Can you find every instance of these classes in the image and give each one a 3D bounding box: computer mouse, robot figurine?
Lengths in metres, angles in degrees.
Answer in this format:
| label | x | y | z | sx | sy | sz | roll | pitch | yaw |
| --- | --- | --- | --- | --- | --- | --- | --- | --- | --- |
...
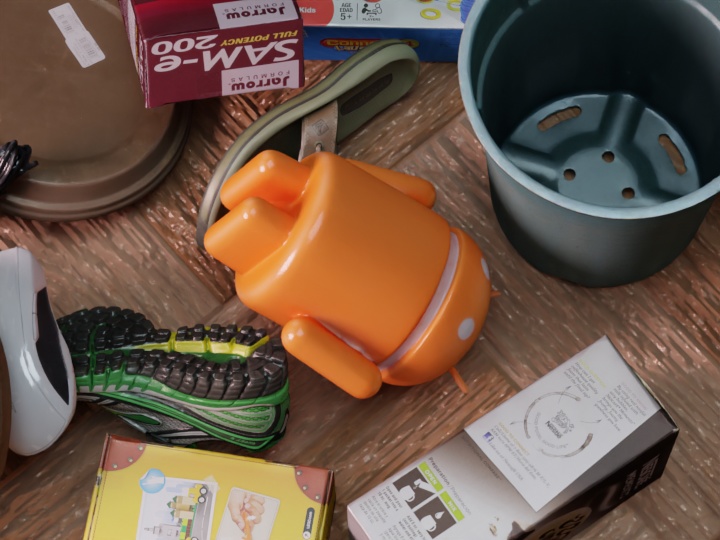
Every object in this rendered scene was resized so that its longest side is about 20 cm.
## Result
| label | x | y | z | sx | sy | sz | roll | pitch | yaw |
| --- | --- | --- | --- | --- | --- | --- | --- | --- | --- |
| computer mouse | -0.232 | 0.022 | 1.652 | 0.110 | 0.044 | 0.200 | -34 | 59 | 26 |
| robot figurine | 0.001 | -0.002 | 1.667 | 0.200 | 0.144 | 0.117 | 31 | 106 | -19 |

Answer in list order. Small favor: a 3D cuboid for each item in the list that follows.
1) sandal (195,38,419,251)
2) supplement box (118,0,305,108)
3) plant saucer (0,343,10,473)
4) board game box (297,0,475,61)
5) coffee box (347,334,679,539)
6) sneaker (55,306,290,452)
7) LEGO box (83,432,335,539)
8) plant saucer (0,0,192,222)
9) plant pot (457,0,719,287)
| label | x | y | z | sx | sy | sz | roll | pitch | yaw |
| --- | --- | --- | --- | --- | --- | --- | --- | --- | --- |
| sandal | -0.031 | -0.081 | 1.734 | 0.201 | 0.080 | 0.057 | -39 | 71 | -13 |
| supplement box | -0.110 | -0.197 | 1.742 | 0.109 | 0.061 | 0.200 | -9 | 43 | -10 |
| plant saucer | -0.280 | 0.085 | 1.632 | 0.029 | 0.200 | 0.200 | 1 | 62 | -42 |
| board game box | 0.047 | -0.245 | 1.809 | 0.200 | 0.056 | 0.196 | 0 | 70 | 1 |
| coffee box | 0.095 | 0.139 | 1.632 | 0.200 | 0.113 | 0.080 | -33 | 72 | -11 |
| sneaker | -0.141 | 0.081 | 1.677 | 0.200 | 0.085 | 0.078 | 8 | 36 | 21 |
| LEGO box | -0.104 | 0.217 | 1.623 | 0.149 | 0.077 | 0.200 | 9 | 70 | 4 |
| plant saucer | -0.210 | -0.127 | 1.755 | 0.200 | 0.029 | 0.200 | 6 | 63 | -13 |
| plant pot | 0.161 | -0.091 | 1.673 | 0.200 | 0.196 | 0.200 | 0 | 70 | 1 |
